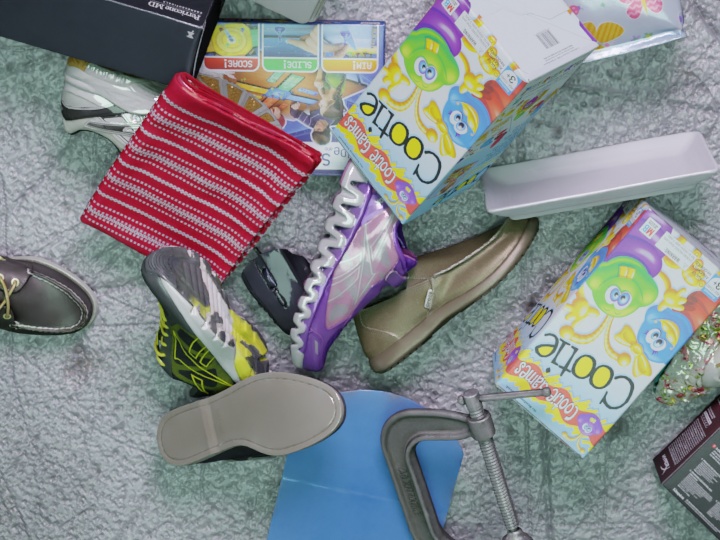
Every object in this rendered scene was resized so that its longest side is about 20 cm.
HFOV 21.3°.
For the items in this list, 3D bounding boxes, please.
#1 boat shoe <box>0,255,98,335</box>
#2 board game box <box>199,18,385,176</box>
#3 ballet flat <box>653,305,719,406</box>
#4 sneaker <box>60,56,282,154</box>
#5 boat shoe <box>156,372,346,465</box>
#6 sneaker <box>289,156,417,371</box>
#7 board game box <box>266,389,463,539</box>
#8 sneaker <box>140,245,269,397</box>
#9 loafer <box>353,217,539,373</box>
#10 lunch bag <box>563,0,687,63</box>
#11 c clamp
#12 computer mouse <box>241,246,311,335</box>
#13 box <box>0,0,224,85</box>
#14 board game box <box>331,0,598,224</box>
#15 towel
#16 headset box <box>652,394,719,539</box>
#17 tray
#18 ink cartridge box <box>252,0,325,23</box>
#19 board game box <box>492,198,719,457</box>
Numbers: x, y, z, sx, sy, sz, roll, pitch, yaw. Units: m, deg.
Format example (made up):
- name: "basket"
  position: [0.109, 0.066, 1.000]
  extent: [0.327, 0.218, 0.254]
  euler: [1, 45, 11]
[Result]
- name: "boat shoe"
  position: [-0.335, 0.017, 1.718]
  extent: [0.199, 0.061, 0.072]
  euler: [17, 103, -2]
- name: "board game box"
  position: [-0.077, -0.152, 1.685]
  extent: [0.198, 0.034, 0.137]
  euler: [2, 103, 2]
- name: "ballet flat"
  position: [0.336, 0.050, 1.694]
  extent: [0.064, 0.075, 0.201]
  euler: [43, 104, 34]
- name: "sneaker"
  position: [-0.163, -0.125, 1.650]
  extent: [0.198, 0.076, 0.088]
  euler: [22, 120, 1]
- name: "boat shoe"
  position: [-0.088, 0.133, 1.702]
  extent: [0.199, 0.063, 0.073]
  euler: [-15, 79, 32]
- name: "sneaker"
  position: [0.000, 0.000, 1.656]
  extent: [0.088, 0.081, 0.202]
  euler: [20, 101, -2]
- name: "board game box"
  position: [0.004, 0.197, 1.761]
  extent: [0.156, 0.039, 0.202]
  euler: [12, 108, -6]
- name: "sneaker"
  position: [-0.150, 0.057, 1.679]
  extent: [0.084, 0.075, 0.200]
  euler: [-18, 137, 15]
- name: "loafer"
  position: [0.072, 0.009, 1.694]
  extent: [0.200, 0.076, 0.068]
  euler: [-41, 90, 6]
- name: "lunch bag"
  position: [0.162, -0.256, 1.611]
  extent: [0.198, 0.127, 0.171]
  euler: [-10, 102, 11]
- name: "c clamp"
  position: [0.099, 0.187, 1.684]
  extent: [0.169, 0.027, 0.201]
  euler: [1, 122, 25]
- name: "computer mouse"
  position: [-0.096, -0.017, 1.699]
  extent: [0.058, 0.034, 0.200]
  euler: [-33, 110, 19]
- name: "box"
  position: [-0.215, -0.247, 1.609]
  extent: [0.198, 0.142, 0.079]
  euler: [16, 135, -1]
- name: "board game box"
  position: [0.082, -0.148, 1.572]
  extent: [0.103, 0.105, 0.200]
  euler: [51, 135, 10]
- name: "towel"
  position: [-0.138, -0.070, 1.631]
  extent: [0.144, 0.023, 0.200]
  euler: [29, 131, -14]
- name: "headset box"
  position: [0.386, 0.161, 1.719]
  extent: [0.149, 0.075, 0.200]
  euler: [42, 101, -7]
- name: "tray"
  position: [0.205, -0.078, 1.657]
  extent: [0.198, 0.108, 0.022]
  euler: [-10, 111, 4]
- name: "ink cartridge box"
  position: [-0.059, -0.327, 1.574]
  extent: [0.144, 0.083, 0.201]
  euler: [24, 69, -5]
- name: "board game box"
  position: [0.218, 0.044, 1.676]
  extent: [0.103, 0.105, 0.200]
  euler: [39, 100, -6]
